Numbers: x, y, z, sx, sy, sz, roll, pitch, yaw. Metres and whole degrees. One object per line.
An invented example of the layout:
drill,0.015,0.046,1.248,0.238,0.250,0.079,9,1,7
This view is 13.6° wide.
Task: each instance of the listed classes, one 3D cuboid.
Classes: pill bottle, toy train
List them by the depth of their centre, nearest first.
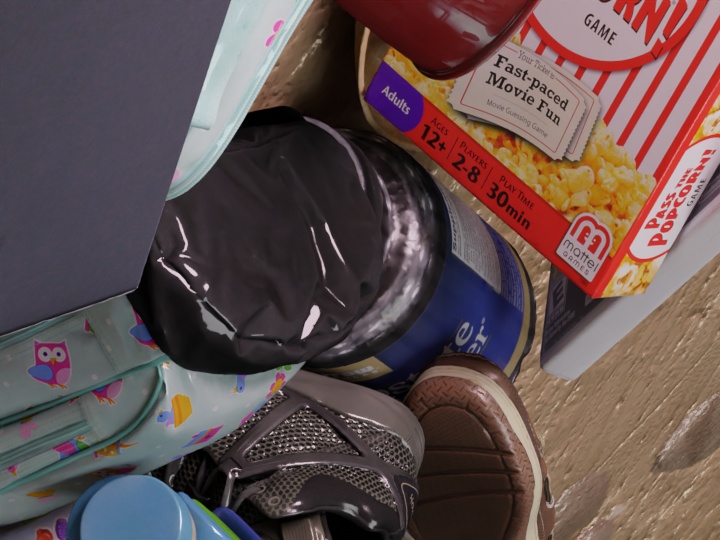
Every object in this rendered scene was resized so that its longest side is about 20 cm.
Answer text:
toy train,-0.120,0.169,1.194,0.200,0.085,0.116,-46,151,-3
pill bottle,0.000,0.000,1.393,0.112,0.112,0.200,-49,152,3

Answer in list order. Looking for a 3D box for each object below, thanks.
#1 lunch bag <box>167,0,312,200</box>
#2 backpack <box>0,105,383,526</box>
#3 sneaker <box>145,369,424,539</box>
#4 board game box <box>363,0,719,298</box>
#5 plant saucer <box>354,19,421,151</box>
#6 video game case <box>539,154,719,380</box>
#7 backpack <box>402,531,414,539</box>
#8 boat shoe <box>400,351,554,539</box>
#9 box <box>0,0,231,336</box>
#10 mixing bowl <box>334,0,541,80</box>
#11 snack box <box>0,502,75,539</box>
lunch bag,-0.077,-0.129,1.066,0.077,0.160,0.201,12,115,-52
backpack,-0.105,0.022,1.205,0.199,0.127,0.167,-25,168,32
sneaker,-0.071,0.086,1.313,0.114,0.198,0.076,-83,-167,-57
board game box,0.106,-0.113,1.281,0.046,0.151,0.201,-4,128,-53
plant saucer,0.063,-0.146,1.378,0.200,0.035,0.201,-35,149,-24
video game case,0.144,-0.070,1.364,0.023,0.183,0.200,21,144,-17
backpack,-0.027,0.197,1.539,0.200,0.176,0.154,-15,143,-51
boat shoe,0.057,0.098,1.436,0.203,0.074,0.075,84,21,-48
box,-0.146,-0.111,0.956,0.123,0.198,0.201,-18,141,-42
mixing bowl,0.018,-0.184,1.142,0.108,0.200,0.201,21,115,-19
snack box,-0.205,0.151,1.279,0.199,0.053,0.142,-25,-172,-36
